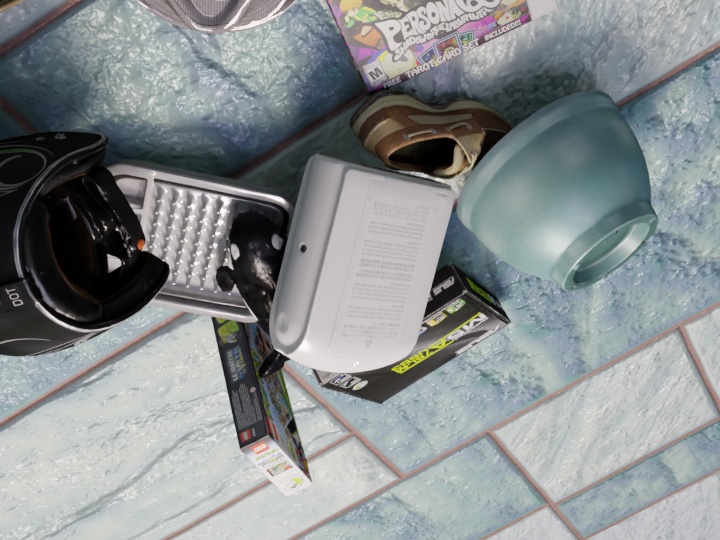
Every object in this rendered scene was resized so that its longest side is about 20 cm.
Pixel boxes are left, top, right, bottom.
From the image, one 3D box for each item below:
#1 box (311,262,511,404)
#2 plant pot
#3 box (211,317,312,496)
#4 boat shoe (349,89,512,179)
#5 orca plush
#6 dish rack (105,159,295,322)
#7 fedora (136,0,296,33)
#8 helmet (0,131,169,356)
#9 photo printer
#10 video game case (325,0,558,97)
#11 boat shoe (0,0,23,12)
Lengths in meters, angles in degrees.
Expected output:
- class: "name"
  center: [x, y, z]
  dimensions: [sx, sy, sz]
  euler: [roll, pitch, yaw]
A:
- class: "box"
  center: [0.061, 0.080, 1.222]
  dimensions: [0.200, 0.048, 0.193]
  euler: [-33, 155, 11]
- class: "plant pot"
  center: [0.217, -0.065, 1.072]
  dimensions: [0.200, 0.134, 0.201]
  euler: [-28, 155, -14]
- class: "box"
  center: [-0.110, 0.135, 1.143]
  dimensions: [0.035, 0.201, 0.110]
  euler: [-26, 137, 6]
- class: "boat shoe"
  center: [0.079, -0.122, 1.036]
  dimensions: [0.199, 0.074, 0.076]
  euler: [0, 141, -39]
- class: "orca plush"
  center: [-0.093, 0.039, 1.034]
  dimensions: [0.105, 0.071, 0.201]
  euler: [3, 131, -5]
- class: "dish rack"
  center: [-0.169, -0.033, 1.045]
  dimensions: [0.199, 0.044, 0.172]
  euler: [11, 129, -10]
- class: "fedora"
  center: [-0.115, -0.258, 0.815]
  dimensions: [0.176, 0.091, 0.201]
  euler: [7, 127, -10]
- class: "helmet"
  center: [-0.279, -0.022, 0.892]
  dimensions: [0.190, 0.201, 0.200]
  euler: [-1, 151, 39]
- class: "photo printer"
  center: [0.000, 0.000, 1.006]
  dimensions: [0.166, 0.069, 0.201]
  euler: [6, 102, -44]
- class: "video game case"
  center: [0.064, -0.269, 0.933]
  dimensions: [0.199, 0.036, 0.182]
  euler: [-24, 135, 3]
- class: "boat shoe"
  center: [-0.310, -0.226, 0.810]
  dimensions: [0.199, 0.067, 0.074]
  euler: [-27, 136, 6]
